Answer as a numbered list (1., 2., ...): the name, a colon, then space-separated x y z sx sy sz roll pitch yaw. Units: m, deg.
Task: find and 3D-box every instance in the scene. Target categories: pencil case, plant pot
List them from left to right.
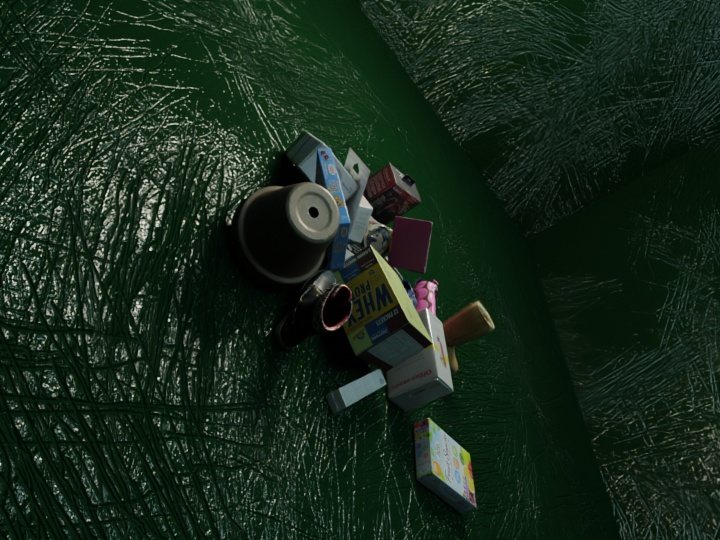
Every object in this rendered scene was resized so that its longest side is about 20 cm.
1. plant pot: -0.127 -0.085 1.082 0.196 0.174 0.205 10 70 -30
2. pencil case: 0.014 -0.112 1.489 0.090 0.077 0.200 54 -2 -31
3. pencil case: 0.191 0.119 1.659 0.091 0.093 0.202 43 31 -30

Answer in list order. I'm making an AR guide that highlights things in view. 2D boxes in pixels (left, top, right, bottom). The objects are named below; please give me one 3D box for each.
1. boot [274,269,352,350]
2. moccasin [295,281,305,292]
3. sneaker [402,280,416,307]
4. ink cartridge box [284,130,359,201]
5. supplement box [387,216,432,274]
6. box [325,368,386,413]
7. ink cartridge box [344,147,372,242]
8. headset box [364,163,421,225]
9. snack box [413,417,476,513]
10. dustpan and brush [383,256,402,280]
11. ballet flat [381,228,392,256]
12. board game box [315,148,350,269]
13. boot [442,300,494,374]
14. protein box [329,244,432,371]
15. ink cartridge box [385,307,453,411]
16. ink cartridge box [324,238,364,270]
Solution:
1. boot: -0.070 0.061 1.093 0.074 0.149 0.201 50 49 -15
2. moccasin: -0.133 -0.034 1.222 0.204 0.073 0.078 61 4 0
3. sneaker: 0.110 0.090 1.538 0.201 0.073 0.080 -71 152 -69
4. ink cartridge box: -0.099 -0.250 1.401 0.146 0.087 0.200 48 0 -28
5. supplement box: 0.134 -0.069 1.515 0.200 0.101 0.134 -22 122 -84
6. box: -0.005 0.253 1.208 0.042 0.038 0.199 63 25 9
7. ink cartridge box: -0.013 -0.193 1.431 0.043 0.177 0.201 12 23 -22
8. headset box: 0.069 -0.209 1.637 0.148 0.198 0.076 24 43 -51
9. snack box: 0.203 0.470 1.368 0.200 0.052 0.144 45 29 -31
10. dustpan and brush: 0.035 -0.006 1.544 0.140 0.057 0.199 52 15 10
11. ballet flat: 0.070 -0.086 1.602 0.075 0.064 0.200 42 14 -7
12. board game box: -0.064 -0.130 1.207 0.153 0.036 0.204 101 -22 -55
13. boot: 0.301 0.203 1.656 0.176 0.198 0.067 51 27 -19
14. protein box: 0.039 0.091 1.269 0.201 0.133 0.200 63 10 27
15. ink cartridge box: 0.136 0.219 1.391 0.083 0.143 0.203 41 32 -37
16. ink cartridge box: 0.000 0.000 1.419 0.199 0.044 0.096 34 74 -46
